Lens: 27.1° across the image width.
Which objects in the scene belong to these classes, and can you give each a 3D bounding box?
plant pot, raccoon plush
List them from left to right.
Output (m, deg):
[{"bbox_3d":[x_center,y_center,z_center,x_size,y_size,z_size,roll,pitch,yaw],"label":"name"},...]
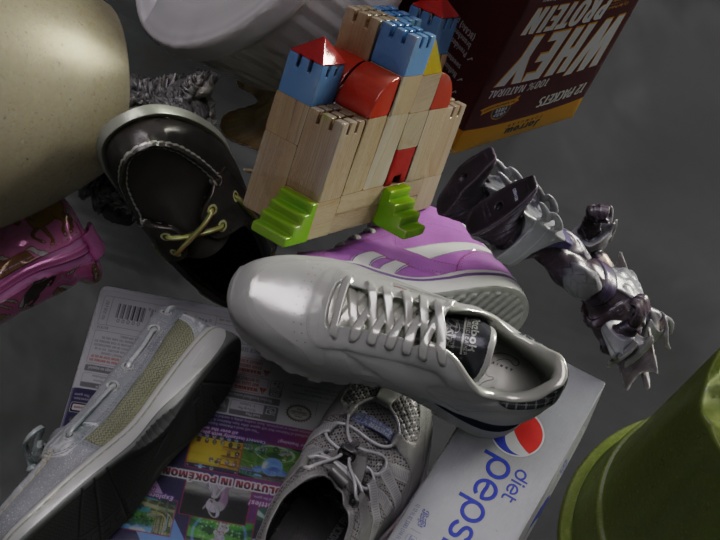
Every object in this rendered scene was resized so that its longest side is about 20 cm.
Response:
[{"bbox_3d":[-0.168,-0.120,1.006,0.200,0.134,0.097,41,62,19],"label":"raccoon plush"},{"bbox_3d":[0.231,0.127,0.857,0.199,0.190,0.201,4,56,-6],"label":"plant pot"}]

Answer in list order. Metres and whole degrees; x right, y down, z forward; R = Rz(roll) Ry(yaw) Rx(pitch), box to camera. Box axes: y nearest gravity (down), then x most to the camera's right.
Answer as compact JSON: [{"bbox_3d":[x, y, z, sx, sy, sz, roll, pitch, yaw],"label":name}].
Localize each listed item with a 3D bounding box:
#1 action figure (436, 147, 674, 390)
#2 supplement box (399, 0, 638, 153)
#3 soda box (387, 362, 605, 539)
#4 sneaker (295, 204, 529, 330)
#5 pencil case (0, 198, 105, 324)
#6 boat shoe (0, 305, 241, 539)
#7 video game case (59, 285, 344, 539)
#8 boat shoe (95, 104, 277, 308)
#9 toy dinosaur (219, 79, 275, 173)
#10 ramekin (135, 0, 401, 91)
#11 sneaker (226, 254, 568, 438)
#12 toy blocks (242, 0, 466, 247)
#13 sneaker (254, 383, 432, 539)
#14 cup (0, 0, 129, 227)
[{"bbox_3d":[0.143,0.000,0.964,0.200,0.069,0.130,34,21,-33],"label":"action figure"},{"bbox_3d":[0.088,-0.231,1.057,0.132,0.200,0.197,-19,59,-38],"label":"supplement box"},{"bbox_3d":[0.073,0.140,0.905,0.068,0.064,0.200,27,57,12],"label":"soda box"},{"bbox_3d":[0.000,0.001,0.973,0.200,0.073,0.114,3,38,-29],"label":"sneaker"},{"bbox_3d":[-0.260,0.017,0.936,0.200,0.083,0.087,-33,72,-26],"label":"pencil case"},{"bbox_3d":[-0.149,0.096,0.878,0.065,0.075,0.202,28,53,18],"label":"boat shoe"},{"bbox_3d":[-0.086,0.106,0.934,0.199,0.023,0.183,11,56,-1],"label":"video game case"},{"bbox_3d":[-0.098,-0.034,0.924,0.071,0.201,0.061,-27,62,7],"label":"boat shoe"},{"bbox_3d":[-0.048,-0.096,1.047,0.101,0.058,0.200,-1,33,-8],"label":"toy dinosaur"},{"bbox_3d":[-0.049,-0.211,0.988,0.094,0.202,0.203,31,43,-41],"label":"ramekin"},{"bbox_3d":[0.022,0.034,0.855,0.199,0.080,0.077,18,74,-10],"label":"sneaker"},{"bbox_3d":[0.008,-0.101,0.925,0.100,0.137,0.200,29,24,24],"label":"toy blocks"},{"bbox_3d":[-0.006,0.127,0.867,0.074,0.082,0.201,22,56,7],"label":"sneaker"},{"bbox_3d":[-0.220,-0.111,0.893,0.143,0.201,0.201,-3,55,-27],"label":"cup"}]
